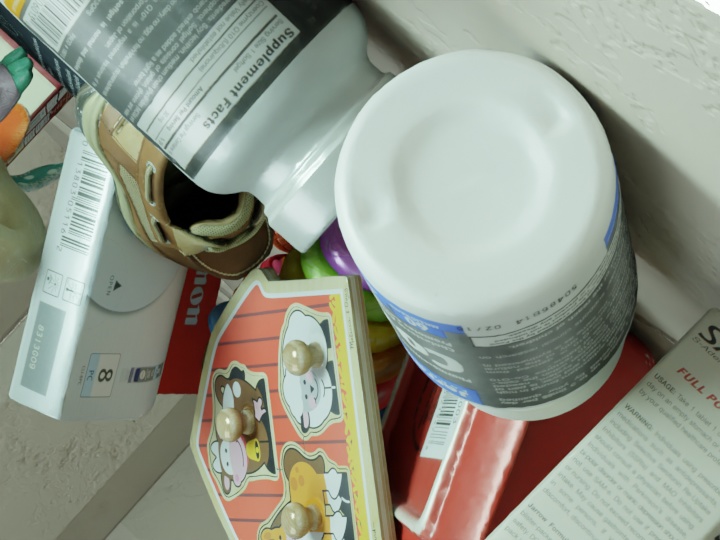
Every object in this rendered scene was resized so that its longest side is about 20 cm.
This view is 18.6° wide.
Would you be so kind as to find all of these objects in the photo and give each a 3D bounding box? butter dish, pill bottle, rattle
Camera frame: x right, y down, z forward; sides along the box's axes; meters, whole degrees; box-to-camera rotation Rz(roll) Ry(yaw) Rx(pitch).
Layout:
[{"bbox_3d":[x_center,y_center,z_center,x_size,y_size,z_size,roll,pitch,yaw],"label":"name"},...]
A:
[{"bbox_3d":[0.101,0.093,1.208,0.147,0.202,0.199,20,180,-15],"label":"butter dish"},{"bbox_3d":[0.061,-0.005,0.948,0.114,0.114,0.200,40,173,21],"label":"pill bottle"},{"bbox_3d":[-0.255,-0.021,1.304,0.129,0.144,0.200,24,-167,-11],"label":"rattle"},{"bbox_3d":[-0.069,-0.110,1.049,0.200,0.117,0.116,42,174,-2],"label":"pill bottle"}]

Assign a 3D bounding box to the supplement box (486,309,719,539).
[{"bbox_3d":[0.123,0.129,0.990,0.073,0.200,0.126,43,176,26],"label":"supplement box"}]

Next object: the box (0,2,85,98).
[{"bbox_3d":[-0.172,-0.185,1.233,0.200,0.107,0.148,42,174,-3],"label":"box"}]

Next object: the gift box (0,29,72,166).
[{"bbox_3d":[-0.270,-0.181,1.494,0.187,0.200,0.184,44,169,-4],"label":"gift box"}]

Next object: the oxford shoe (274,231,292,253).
[{"bbox_3d":[-0.051,-0.076,1.461,0.073,0.071,0.200,59,175,27],"label":"oxford shoe"}]

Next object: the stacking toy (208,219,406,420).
[{"bbox_3d":[0.000,0.000,1.278,0.116,0.109,0.201,58,140,32],"label":"stacking toy"}]

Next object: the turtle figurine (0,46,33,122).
[{"bbox_3d":[-0.280,-0.151,1.205,0.199,0.101,0.150,33,-165,-41],"label":"turtle figurine"}]

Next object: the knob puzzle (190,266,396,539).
[{"bbox_3d":[-0.053,0.099,1.249,0.030,0.222,0.219,-7,-154,-33],"label":"knob puzzle"}]

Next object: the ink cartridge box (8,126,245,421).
[{"bbox_3d":[-0.109,0.005,1.303,0.047,0.162,0.199,19,-171,35],"label":"ink cartridge box"}]

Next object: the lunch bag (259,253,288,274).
[{"bbox_3d":[0.012,0.072,1.526,0.199,0.082,0.177,0,-134,-54],"label":"lunch bag"}]

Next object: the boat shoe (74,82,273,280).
[{"bbox_3d":[-0.089,-0.040,1.179,0.074,0.076,0.200,44,175,29],"label":"boat shoe"}]
